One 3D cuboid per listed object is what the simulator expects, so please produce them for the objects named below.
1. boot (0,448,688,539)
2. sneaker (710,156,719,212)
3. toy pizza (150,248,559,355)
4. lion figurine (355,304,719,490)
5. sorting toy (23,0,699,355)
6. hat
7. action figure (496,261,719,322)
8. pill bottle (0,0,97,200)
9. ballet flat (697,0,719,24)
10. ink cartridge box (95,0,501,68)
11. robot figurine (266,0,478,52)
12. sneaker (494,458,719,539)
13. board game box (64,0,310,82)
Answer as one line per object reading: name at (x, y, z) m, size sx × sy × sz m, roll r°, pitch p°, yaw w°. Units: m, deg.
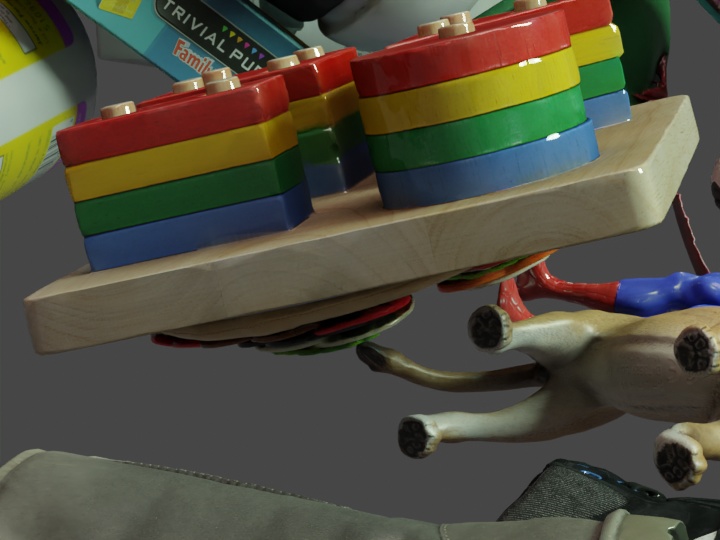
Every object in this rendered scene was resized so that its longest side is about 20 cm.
boot at (-0.030, 0.120, 0.498) m, size 0.199 × 0.073 × 0.182 m, roll 5°, pitch 42°, yaw 18°
sneaker at (0.250, -0.033, 0.873) m, size 0.199 × 0.077 × 0.076 m, roll 12°, pitch 27°, yaw 23°
toy pizza at (0.000, 0.000, 0.764) m, size 0.200 × 0.032 × 0.200 m, roll -14°, pitch 8°, yaw 2°
lion figurine at (0.108, 0.036, 0.701) m, size 0.200 × 0.073 × 0.122 m, roll 12°, pitch 14°, yaw 41°
sorting toy at (0.005, -0.044, 0.691) m, size 0.198 × 0.070 × 0.200 m, roll -12°, pitch 8°, yaw 14°
hat at (0.119, -0.047, 0.942) m, size 0.166 × 0.176 × 0.200 m, roll -33°, pitch -3°, yaw 39°
action figure at (0.156, -0.001, 0.767) m, size 0.199 × 0.099 × 0.065 m, roll 12°, pitch 33°, yaw 12°
pill bottle at (-0.199, -0.059, 0.834) m, size 0.104 × 0.105 × 0.200 m, roll 13°, pitch 25°, yaw 20°
ballet flat at (0.207, -0.102, 0.907) m, size 0.071 × 0.200 × 0.069 m, roll -25°, pitch 49°, yaw 21°
ink cartridge box at (-0.028, -0.158, 1.103) m, size 0.199 × 0.083 × 0.147 m, roll 10°, pitch 25°, yaw 15°
robot figurine at (-0.024, -0.181, 0.867) m, size 0.200 × 0.125 × 0.151 m, roll 33°, pitch 51°, yaw -19°
sneaker at (0.114, 0.082, 0.601) m, size 0.200 × 0.073 × 0.112 m, roll -15°, pitch 32°, yaw -33°
board game box at (-0.086, -0.121, 0.920) m, size 0.200 × 0.047 × 0.151 m, roll 35°, pitch 5°, yaw -35°
